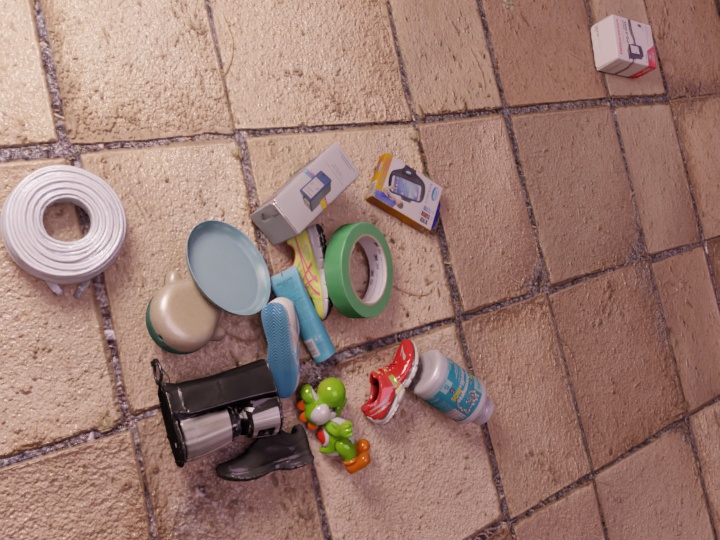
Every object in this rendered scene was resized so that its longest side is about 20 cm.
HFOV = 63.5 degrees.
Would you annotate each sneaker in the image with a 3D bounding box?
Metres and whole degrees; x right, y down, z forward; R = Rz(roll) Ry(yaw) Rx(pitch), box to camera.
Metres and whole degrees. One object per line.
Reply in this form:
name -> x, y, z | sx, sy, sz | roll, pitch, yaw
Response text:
sneaker -> -0.187, 0.352, 1.126 | 0.197, 0.076, 0.093 | -3, 74, -36
sneaker -> 0.063, 0.235, 1.276 | 0.084, 0.077, 0.202 | 32, 68, -15
sneaker -> -0.107, 0.008, 1.224 | 0.088, 0.078, 0.204 | -9, 99, 7
sneaker -> -0.151, 0.155, 1.164 | 0.075, 0.081, 0.205 | 2, 101, 12

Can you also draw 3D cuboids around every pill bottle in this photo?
pill bottle -> 0.213, 0.276, 1.331 | 0.199, 0.110, 0.112 | 35, 67, -20

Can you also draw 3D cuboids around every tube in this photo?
tube -> -0.119, 0.093, 1.204 | 0.076, 0.050, 0.203 | -25, 99, 15

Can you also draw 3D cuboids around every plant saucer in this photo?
plant saucer -> -0.255, -0.002, 1.114 | 0.199, 0.027, 0.203 | 38, 35, -33

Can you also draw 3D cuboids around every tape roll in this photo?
tape roll -> 0.000, 0.000, 1.243 | 0.199, 0.047, 0.205 | 7, 82, -55

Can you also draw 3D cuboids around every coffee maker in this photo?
coffee maker -> -0.257, 0.231, 1.062 | 0.197, 0.134, 0.196 | -12, 87, -30

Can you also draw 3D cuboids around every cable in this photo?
cable -> -0.510, -0.080, 1.005 | 0.200, 0.069, 0.201 | 42, 65, -17

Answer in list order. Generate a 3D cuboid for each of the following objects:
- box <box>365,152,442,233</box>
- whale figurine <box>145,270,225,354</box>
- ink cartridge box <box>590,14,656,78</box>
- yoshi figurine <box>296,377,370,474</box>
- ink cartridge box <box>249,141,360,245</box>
box -> 0.116, -0.178, 1.388 | 0.197, 0.041, 0.121 | 26, 70, -21
whale figurine -> -0.316, 0.071, 1.090 | 0.160, 0.103, 0.201 | 51, 39, -12
ink cartridge box -> 0.837, -0.709, 1.847 | 0.196, 0.084, 0.148 | -1, 82, -29
yoshi figurine -> -0.041, 0.303, 1.194 | 0.202, 0.112, 0.112 | 55, 46, -8
ink cartridge box -> -0.116, -0.155, 1.194 | 0.200, 0.145, 0.088 | -46, 105, -27
